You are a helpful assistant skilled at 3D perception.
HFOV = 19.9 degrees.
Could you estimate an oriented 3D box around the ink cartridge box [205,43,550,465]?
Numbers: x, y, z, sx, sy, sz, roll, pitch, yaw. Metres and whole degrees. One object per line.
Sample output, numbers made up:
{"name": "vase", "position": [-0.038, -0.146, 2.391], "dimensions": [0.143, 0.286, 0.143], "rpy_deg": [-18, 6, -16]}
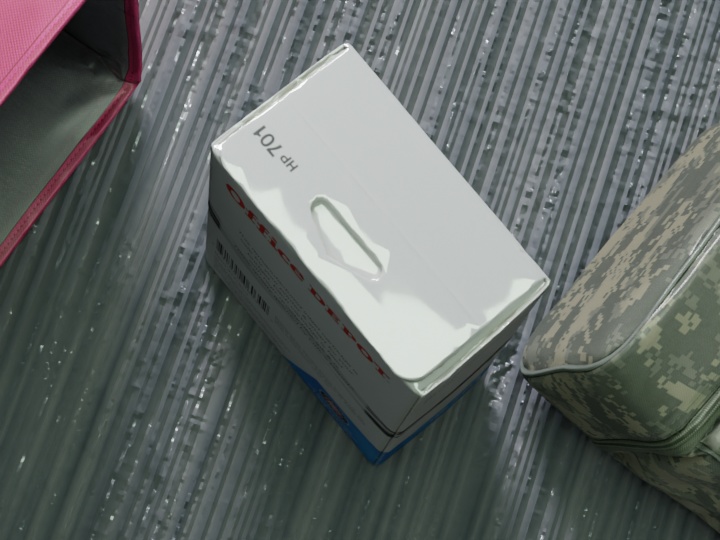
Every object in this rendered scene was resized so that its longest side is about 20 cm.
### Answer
{"name": "ink cartridge box", "position": [0.000, 0.000, 0.978], "dimensions": [0.086, 0.200, 0.147], "rpy_deg": [-38, 83, -14]}

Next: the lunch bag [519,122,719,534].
{"name": "lunch bag", "position": [0.209, 0.032, 1.033], "dimensions": [0.168, 0.139, 0.200], "rpy_deg": [43, 75, -11]}

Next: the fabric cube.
{"name": "fabric cube", "position": [-0.240, -0.105, 0.979], "dimensions": [0.199, 0.200, 0.196], "rpy_deg": [36, 75, 4]}
